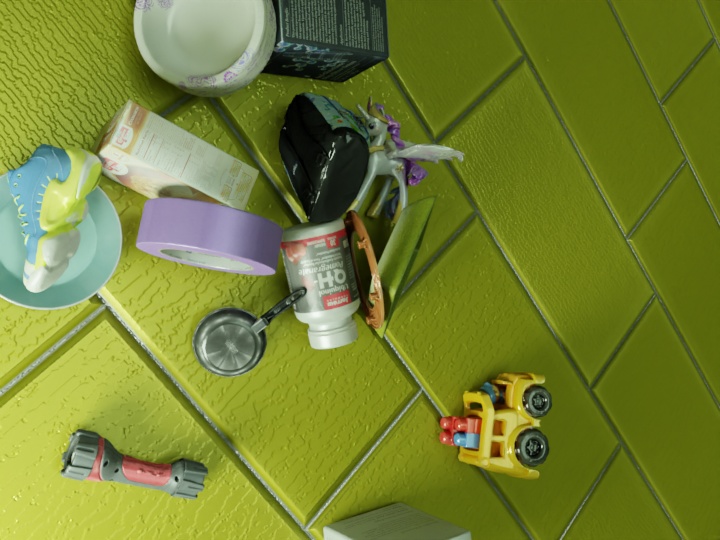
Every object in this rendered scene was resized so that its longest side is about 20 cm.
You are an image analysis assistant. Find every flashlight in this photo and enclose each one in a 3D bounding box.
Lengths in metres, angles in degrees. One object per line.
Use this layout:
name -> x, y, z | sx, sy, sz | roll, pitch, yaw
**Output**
flashlight -> -0.318, 0.280, 1.011 | 0.199, 0.068, 0.068 | 21, 81, -29

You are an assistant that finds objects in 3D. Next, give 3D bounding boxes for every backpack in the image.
backpack -> -0.061, -0.198, 1.134 | 0.153, 0.200, 0.164 | -8, 132, -39

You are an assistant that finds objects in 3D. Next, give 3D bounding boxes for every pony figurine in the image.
pony figurine -> 0.060, -0.187, 1.243 | 0.192, 0.166, 0.201 | 11, 97, -24

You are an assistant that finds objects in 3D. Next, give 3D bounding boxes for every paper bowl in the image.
paper bowl -> -0.223, -0.359, 1.050 | 0.200, 0.104, 0.202 | 0, 90, 9

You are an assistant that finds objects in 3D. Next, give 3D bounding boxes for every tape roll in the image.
tape roll -> -0.214, -0.045, 1.015 | 0.199, 0.200, 0.066 | 14, 80, -31

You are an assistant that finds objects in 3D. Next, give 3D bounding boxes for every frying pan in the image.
frying pan -> -0.166, 0.106, 1.099 | 0.189, 0.031, 0.115 | -13, 107, -7

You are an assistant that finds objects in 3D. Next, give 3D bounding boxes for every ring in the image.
ring -> 0.000, 0.000, 1.158 | 0.019, 0.200, 0.201 | -14, 95, -10

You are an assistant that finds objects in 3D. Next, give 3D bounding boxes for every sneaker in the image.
sneaker -> -0.425, -0.077, 0.942 | 0.105, 0.076, 0.201 | 22, 85, 0

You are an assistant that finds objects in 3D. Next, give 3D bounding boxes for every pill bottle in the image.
pill bottle -> -0.062, 0.021, 1.158 | 0.110, 0.111, 0.201 | -18, 101, -32

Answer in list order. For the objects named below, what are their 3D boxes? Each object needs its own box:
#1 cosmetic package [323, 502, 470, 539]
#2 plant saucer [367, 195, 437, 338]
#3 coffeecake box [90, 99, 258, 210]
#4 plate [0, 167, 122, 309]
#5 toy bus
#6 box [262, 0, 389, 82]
cosmetic package -> 0.062, 0.501, 1.154 | 0.164, 0.200, 0.166 | -5, 91, -32
plant saucer -> 0.061, -0.010, 1.210 | 0.048, 0.200, 0.200 | 22, 64, 6
coffeecake box -> -0.272, -0.146, 1.011 | 0.200, 0.153, 0.073 | 27, 73, -28
plate -> -0.434, -0.046, 0.979 | 0.199, 0.026, 0.201 | 2, 86, -32
toy bus -> 0.249, 0.284, 1.349 | 0.191, 0.136, 0.201 | 12, 79, -15
box -> -0.076, -0.387, 1.152 | 0.199, 0.148, 0.108 | -2, 88, -32
